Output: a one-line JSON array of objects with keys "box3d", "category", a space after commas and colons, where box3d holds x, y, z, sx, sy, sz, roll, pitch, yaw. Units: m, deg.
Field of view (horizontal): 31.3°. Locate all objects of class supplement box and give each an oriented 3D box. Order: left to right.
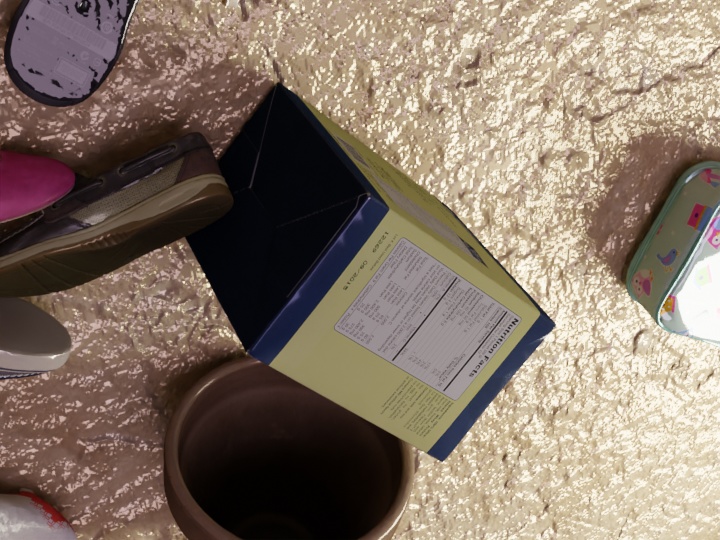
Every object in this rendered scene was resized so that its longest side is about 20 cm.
[{"box3d": [0.000, 0.000, 0.946, 0.199, 0.200, 0.135, 33, 103, -35], "category": "supplement box"}]

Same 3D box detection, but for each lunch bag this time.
[{"box3d": [0.353, -0.010, 1.182, 0.198, 0.077, 0.162, 13, 111, -31], "category": "lunch bag"}]

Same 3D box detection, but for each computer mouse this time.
[{"box3d": [-0.149, -0.196, 0.861, 0.139, 0.046, 0.202, 21, 97, -28], "category": "computer mouse"}]

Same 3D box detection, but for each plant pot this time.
[{"box3d": [-0.064, 0.197, 1.058, 0.197, 0.202, 0.176, -10, 140, -19], "category": "plant pot"}]

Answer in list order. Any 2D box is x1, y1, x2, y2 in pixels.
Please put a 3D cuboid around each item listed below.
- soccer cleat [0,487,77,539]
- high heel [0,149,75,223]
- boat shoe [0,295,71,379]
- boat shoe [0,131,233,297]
[{"box3d": [-0.303, 0.200, 0.994, 0.199, 0.085, 0.069, 35, 100, -35], "category": "soccer cleat"}, {"box3d": [-0.290, -0.083, 0.851, 0.197, 0.068, 0.097, -2, 122, -13], "category": "high heel"}, {"box3d": [-0.315, 0.063, 0.925, 0.197, 0.075, 0.094, 14, 120, -23], "category": "boat shoe"}, {"box3d": [-0.188, -0.040, 0.922, 0.198, 0.067, 0.072, -21, 161, 10], "category": "boat shoe"}]
